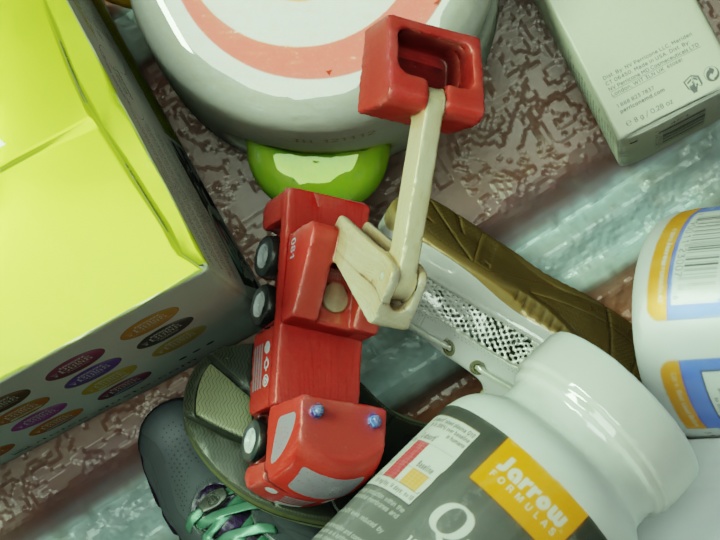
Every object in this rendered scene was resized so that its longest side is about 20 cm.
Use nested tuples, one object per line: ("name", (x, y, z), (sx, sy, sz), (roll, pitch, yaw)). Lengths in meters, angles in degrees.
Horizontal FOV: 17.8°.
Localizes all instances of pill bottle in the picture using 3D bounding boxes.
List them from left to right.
("pill bottle", (0.052, 0.129, 1.037), (0.116, 0.116, 0.200), (44, 77, 10))
("pill bottle", (0.235, 0.019, 1.054), (0.200, 0.112, 0.112), (-5, 81, 34))

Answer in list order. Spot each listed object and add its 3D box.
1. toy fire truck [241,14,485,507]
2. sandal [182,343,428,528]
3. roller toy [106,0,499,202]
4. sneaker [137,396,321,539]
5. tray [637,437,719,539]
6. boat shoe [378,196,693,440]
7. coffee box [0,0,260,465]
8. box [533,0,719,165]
("toy fire truck", (0.000, 0.000, 1.046), (0.049, 0.141, 0.201), (12, 71, -24))
("sandal", (0.003, 0.100, 1.131), (0.201, 0.057, 0.080), (22, 69, -15))
("roller toy", (-0.023, -0.150, 1.134), (0.182, 0.140, 0.200), (-42, 82, -3))
("sneaker", (-0.041, 0.140, 1.128), (0.074, 0.088, 0.200), (-40, 80, 0))
("tray", (0.157, 0.129, 1.062), (0.200, 0.022, 0.108), (-6, 55, 39))
("boat shoe", (0.084, 0.043, 1.143), (0.200, 0.071, 0.069), (36, 114, 2))
("coffee box", (-0.185, -0.026, 1.111), (0.199, 0.198, 0.200), (-28, 80, 2))
("box", (0.115, -0.158, 1.155), (0.068, 0.082, 0.200), (-26, 81, 3))
